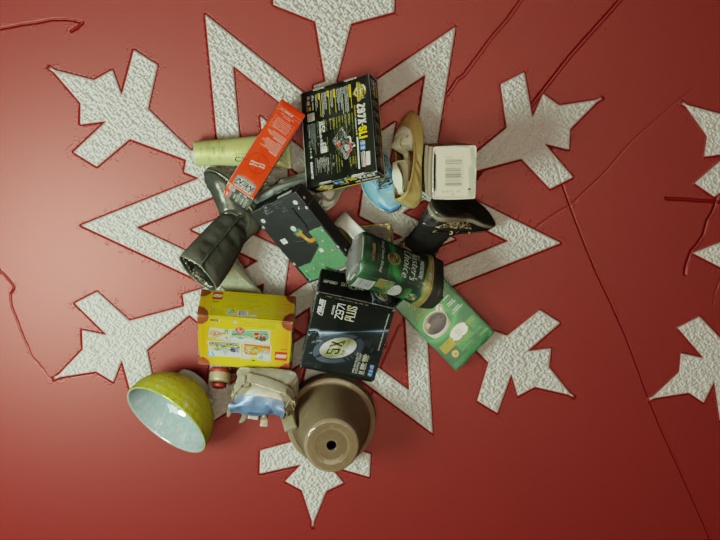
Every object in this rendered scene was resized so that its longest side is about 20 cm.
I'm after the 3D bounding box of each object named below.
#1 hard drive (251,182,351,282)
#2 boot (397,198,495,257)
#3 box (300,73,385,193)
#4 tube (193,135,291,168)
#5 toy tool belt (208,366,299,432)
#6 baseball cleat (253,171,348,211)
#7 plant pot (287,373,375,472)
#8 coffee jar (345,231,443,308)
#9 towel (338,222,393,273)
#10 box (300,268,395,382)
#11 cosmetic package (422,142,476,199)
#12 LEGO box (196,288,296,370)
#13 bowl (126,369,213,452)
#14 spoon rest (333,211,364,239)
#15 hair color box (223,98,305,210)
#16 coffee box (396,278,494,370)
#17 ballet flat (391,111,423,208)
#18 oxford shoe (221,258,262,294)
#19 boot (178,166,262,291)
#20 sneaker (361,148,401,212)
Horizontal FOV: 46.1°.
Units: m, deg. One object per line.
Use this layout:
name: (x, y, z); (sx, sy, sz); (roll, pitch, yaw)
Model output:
hard drive: (-0.111, -0.073, 1.710); (0.138, 0.038, 0.201); (-20, 119, 40)
boot: (0.175, -0.077, 1.750); (0.151, 0.198, 0.074); (-49, 58, 32)
box: (-0.036, -0.268, 1.665); (0.157, 0.049, 0.204); (-10, 77, 23)
tube: (-0.241, -0.244, 1.726); (0.196, 0.052, 0.059); (-3, 129, -7)
toy tool belt: (-0.224, 0.268, 1.757); (0.196, 0.125, 0.125); (3, 72, 4)
baseball cleat: (-0.121, -0.153, 1.735); (0.197, 0.070, 0.108); (-21, 98, 2)
plant pot: (-0.060, 0.336, 1.774); (0.196, 0.175, 0.205); (-1, 101, -3)
coffee jar: (0.073, 0.003, 1.671); (0.197, 0.106, 0.085); (18, 143, -20)
towel: (0.000, 0.000, 1.793); (0.140, 0.023, 0.204); (0, 100, -3)
box: (-0.026, 0.115, 1.743); (0.161, 0.087, 0.203); (13, 124, -5)
cosmetic package: (0.171, -0.200, 1.676); (0.085, 0.200, 0.106); (-1, 99, -2)
LEGO box: (-0.234, 0.124, 1.744); (0.196, 0.078, 0.151); (5, 133, -4)
bowl: (-0.376, 0.274, 1.769); (0.200, 0.200, 0.108); (42, 53, -9)
spoon rest: (0.024, -0.035, 1.743); (0.099, 0.061, 0.200); (-45, 99, -6)
hair color box: (-0.190, -0.227, 1.663); (0.061, 0.101, 0.202); (32, 75, -8)
coffee box: (0.177, 0.101, 1.808); (0.200, 0.044, 0.123); (44, 95, -9)
ballet flat: (0.092, -0.228, 1.704); (0.062, 0.068, 0.204); (8, 75, -41)
oxford shoe: (-0.253, 0.036, 1.773); (0.074, 0.058, 0.202); (-29, 115, 5)
boot: (-0.297, -0.085, 1.687); (0.182, 0.072, 0.201); (45, 61, -7)
sneaker: (0.027, -0.209, 1.722); (0.077, 0.090, 0.203); (-26, 100, 2)
